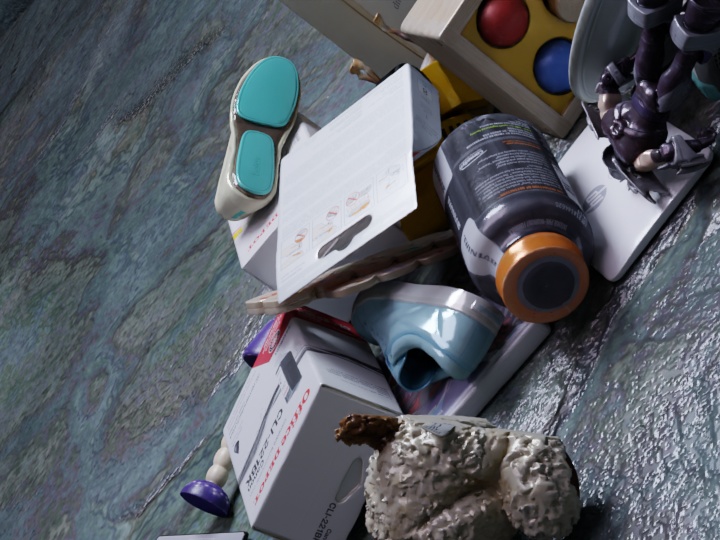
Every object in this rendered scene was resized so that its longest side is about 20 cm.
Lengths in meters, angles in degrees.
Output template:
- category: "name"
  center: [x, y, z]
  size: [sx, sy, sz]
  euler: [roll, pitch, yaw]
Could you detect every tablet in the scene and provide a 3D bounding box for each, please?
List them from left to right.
- category: "tablet"
  center: [0.210, -0.073, 1.560]
  size: [0.130, 0.014, 0.200]
  euler: [-53, 22, 6]

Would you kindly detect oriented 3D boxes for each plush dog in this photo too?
- category: "plush dog"
  center: [0.051, 0.195, 1.372]
  size: [0.200, 0.160, 0.173]
  euler: [-175, 91, -66]

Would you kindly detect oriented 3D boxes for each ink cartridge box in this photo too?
- category: "ink cartridge box"
  center: [-0.045, 0.134, 1.644]
  size: [0.145, 0.083, 0.200]
  euler: [-64, 19, 13]
- category: "ink cartridge box"
  center: [-0.041, -0.044, 1.866]
  size: [0.129, 0.125, 0.200]
  euler: [-50, 23, 13]
- category: "ink cartridge box"
  center: [0.000, -0.067, 1.631]
  size: [0.160, 0.047, 0.201]
  euler: [-35, 34, 26]

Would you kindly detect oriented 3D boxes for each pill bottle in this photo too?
- category: "pill bottle"
  center: [0.127, -0.039, 1.538]
  size: [0.106, 0.106, 0.200]
  euler: [-47, 28, 18]

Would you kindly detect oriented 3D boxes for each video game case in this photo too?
- category: "video game case"
  center: [0.070, 0.078, 1.616]
  size: [0.200, 0.023, 0.182]
  euler: [-49, 24, 13]

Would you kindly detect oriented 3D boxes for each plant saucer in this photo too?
- category: "plant saucer"
  center: [0.244, -0.222, 1.559]
  size: [0.200, 0.050, 0.201]
  euler: [-47, -25, -31]

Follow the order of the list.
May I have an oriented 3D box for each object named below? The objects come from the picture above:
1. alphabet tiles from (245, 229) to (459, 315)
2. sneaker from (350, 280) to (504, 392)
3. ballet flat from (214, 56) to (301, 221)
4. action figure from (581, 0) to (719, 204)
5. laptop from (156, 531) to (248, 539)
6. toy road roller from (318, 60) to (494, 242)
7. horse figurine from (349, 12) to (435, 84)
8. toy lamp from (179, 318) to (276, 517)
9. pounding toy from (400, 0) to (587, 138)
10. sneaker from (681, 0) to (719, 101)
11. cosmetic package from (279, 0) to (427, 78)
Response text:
- category: "alphabet tiles"
  center: [0.000, 0.000, 1.668]
  size: [0.199, 0.015, 0.195]
  euler: [-20, 6, -20]
- category: "sneaker"
  center: [0.038, 0.059, 1.585]
  size: [0.082, 0.074, 0.200]
  euler: [-60, 21, -17]
- category: "ballet flat"
  center: [-0.106, -0.128, 1.876]
  size: [0.069, 0.069, 0.201]
  euler: [-34, 31, 41]
- category: "action figure"
  center: [0.231, -0.140, 1.458]
  size: [0.130, 0.069, 0.201]
  euler: [51, 143, 32]
- category: "laptop"
  center: [-0.229, 0.311, 1.767]
  size: [0.187, 0.116, 0.201]
  euler: [-14, 46, 57]
- category: "toy road roller"
  center: [0.066, -0.111, 1.798]
  size: [0.123, 0.146, 0.200]
  euler: [-37, -8, 35]
- category: "horse figurine"
  center: [0.062, -0.205, 1.913]
  size: [0.200, 0.132, 0.050]
  euler: [-58, 3, 44]
- category: "toy lamp"
  center: [-0.113, 0.140, 1.848]
  size: [0.058, 0.058, 0.201]
  euler: [-12, 47, 58]
- category: "pounding toy"
  center: [0.160, -0.254, 1.684]
  size: [0.200, 0.184, 0.142]
  euler: [-55, 23, -2]
- category: "sneaker"
  center: [0.314, -0.228, 1.498]
  size: [0.091, 0.077, 0.201]
  euler: [-1, 64, 45]
- category: "cosmetic package"
  center: [0.011, -0.283, 1.997]
  size: [0.073, 0.200, 0.104]
  euler: [-29, 35, 47]
